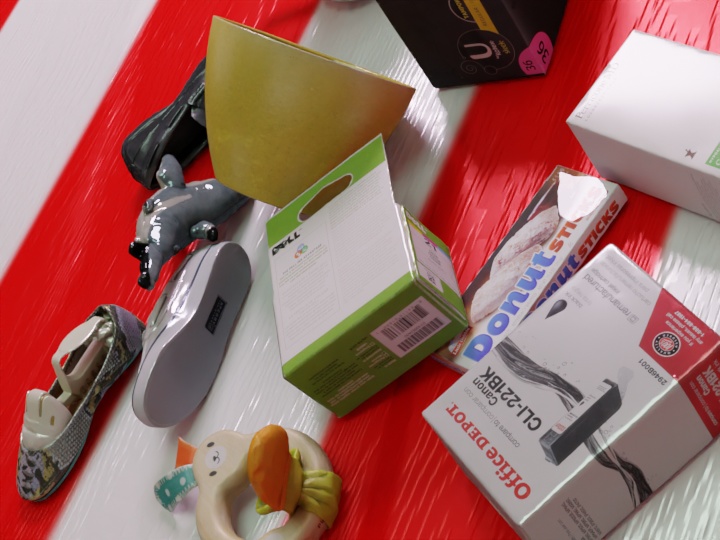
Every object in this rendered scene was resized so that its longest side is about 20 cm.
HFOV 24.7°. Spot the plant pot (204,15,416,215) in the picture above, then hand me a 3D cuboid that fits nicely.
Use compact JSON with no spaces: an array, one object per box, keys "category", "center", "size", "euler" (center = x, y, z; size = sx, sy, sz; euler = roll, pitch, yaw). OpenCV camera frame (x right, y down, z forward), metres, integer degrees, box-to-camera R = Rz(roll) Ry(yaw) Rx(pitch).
[{"category":"plant pot","center":[-0.064,-0.135,1.522],"size":[0.199,0.199,0.143],"euler":[28,102,45]}]

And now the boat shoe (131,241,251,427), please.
[{"category":"boat shoe","center":[-0.164,0.060,1.503],"size":[0.065,0.074,0.201],"euler":[-5,43,37]}]

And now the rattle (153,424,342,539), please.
[{"category":"rattle","center":[-0.123,0.160,1.339],"size":[0.199,0.142,0.131],"euler":[27,91,39]}]

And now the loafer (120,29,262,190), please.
[{"category":"loafer","center":[-0.157,-0.161,1.678],"size":[0.200,0.068,0.070],"euler":[-43,50,4]}]

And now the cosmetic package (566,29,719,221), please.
[{"category":"cosmetic package","center":[0.278,-0.108,1.315],"size":[0.199,0.085,0.108],"euler":[26,75,43]}]

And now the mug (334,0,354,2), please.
[{"category":"mug","center":[-0.045,-0.363,1.700],"size":[0.186,0.153,0.150],"euler":[19,68,43]}]

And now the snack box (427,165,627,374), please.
[{"category":"snack box","center":[0.138,0.003,1.364],"size":[0.072,0.024,0.201],"euler":[23,71,45]}]

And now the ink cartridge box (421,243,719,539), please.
[{"category":"ink cartridge box","center":[0.166,0.101,1.219],"size":[0.200,0.084,0.144],"euler":[-42,44,-2]}]

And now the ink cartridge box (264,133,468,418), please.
[{"category":"ink cartridge box","center":[0.000,0.000,1.409],"size":[0.147,0.076,0.201],"euler":[-36,37,21]}]

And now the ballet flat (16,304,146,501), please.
[{"category":"ballet flat","center":[-0.274,0.114,1.528],"size":[0.072,0.072,0.201],"euler":[12,63,40]}]

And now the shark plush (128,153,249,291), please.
[{"category":"shark plush","center":[-0.166,-0.047,1.539],"size":[0.082,0.092,0.200],"euler":[7,18,12]}]

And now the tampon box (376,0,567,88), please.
[{"category":"tampon box","center":[0.114,-0.299,1.538],"size":[0.125,0.150,0.201],"euler":[-4,54,33]}]
